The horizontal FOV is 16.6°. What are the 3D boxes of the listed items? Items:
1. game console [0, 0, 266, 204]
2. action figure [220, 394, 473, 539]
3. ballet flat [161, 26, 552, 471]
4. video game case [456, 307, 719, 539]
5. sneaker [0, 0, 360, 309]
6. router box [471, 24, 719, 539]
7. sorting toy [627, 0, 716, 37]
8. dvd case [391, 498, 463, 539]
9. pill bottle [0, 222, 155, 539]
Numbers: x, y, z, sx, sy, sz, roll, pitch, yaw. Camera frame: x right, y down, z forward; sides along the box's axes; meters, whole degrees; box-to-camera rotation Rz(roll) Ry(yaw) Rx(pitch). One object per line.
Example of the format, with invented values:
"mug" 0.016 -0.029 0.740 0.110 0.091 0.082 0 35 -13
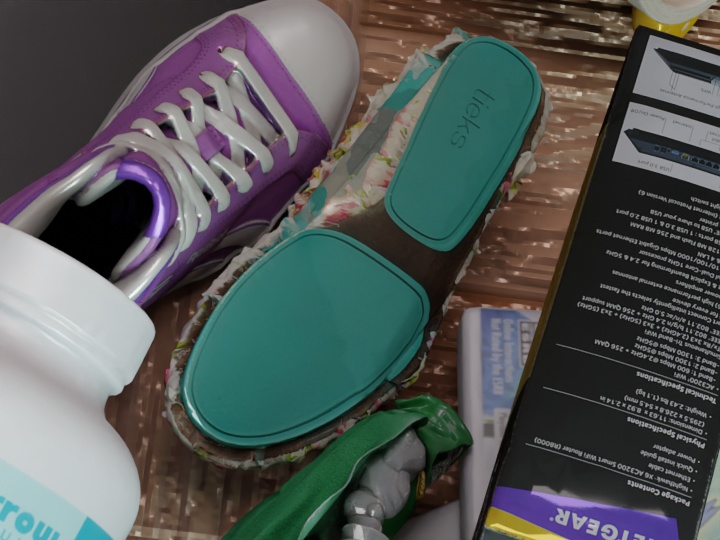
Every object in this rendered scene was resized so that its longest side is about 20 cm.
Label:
"game console" -0.144 -0.084 0.902 0.199 0.117 0.176 -32 36 -25
"action figure" -0.027 0.100 0.740 0.055 0.118 0.200 44 53 0
"ballet flat" 0.000 0.000 0.840 0.076 0.064 0.200 41 61 0
"video game case" 0.122 0.105 0.791 0.181 0.022 0.201 3 57 -5
"sneaker" -0.059 -0.029 0.813 0.200 0.114 0.073 -43 99 -23
"router box" 0.063 0.057 0.684 0.052 0.200 0.158 17 57 4
"sorting toy" 0.086 -0.191 0.959 0.180 0.107 0.200 33 60 22
"dvd case" 0.107 0.117 0.806 0.199 0.018 0.143 -20 62 -19
"pill bottle" -0.133 0.087 0.689 0.110 0.111 0.201 25 74 9
